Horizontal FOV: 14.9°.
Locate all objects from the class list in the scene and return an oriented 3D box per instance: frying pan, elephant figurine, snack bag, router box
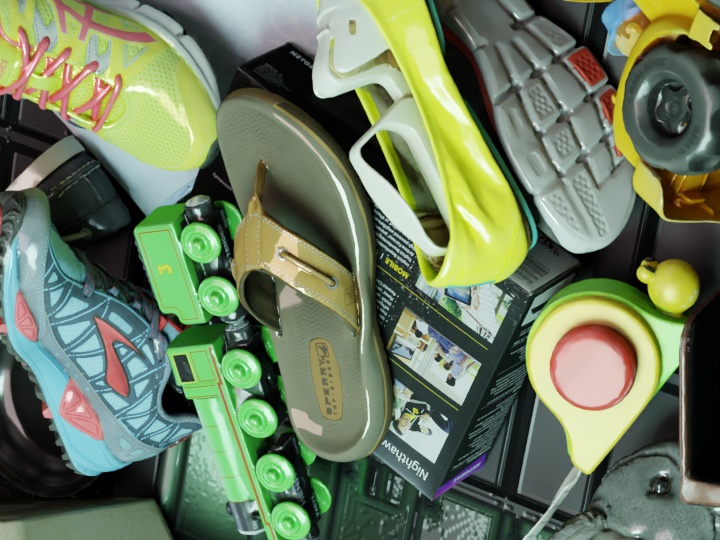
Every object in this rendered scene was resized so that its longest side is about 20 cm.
[{"bbox_3d":[-0.210,0.063,1.591,0.190,0.031,0.115,17,108,31],"label":"frying pan"},{"bbox_3d":[0.150,0.150,1.345,0.142,0.155,0.200,108,140,-72],"label":"elephant figurine"},{"bbox_3d":[-0.110,-0.141,1.449,0.189,0.021,0.200,-33,107,33],"label":"snack bag"},{"bbox_3d":[0.000,0.000,1.419,0.200,0.051,0.149,39,129,19],"label":"router box"}]

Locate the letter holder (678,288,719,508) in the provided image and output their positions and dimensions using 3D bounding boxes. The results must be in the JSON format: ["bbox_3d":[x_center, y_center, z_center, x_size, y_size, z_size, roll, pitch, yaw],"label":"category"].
[{"bbox_3d":[0.224,0.013,1.201,0.100,0.200,0.142,4,104,32],"label":"letter holder"}]

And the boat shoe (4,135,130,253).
[{"bbox_3d":[-0.199,0.014,1.522,0.063,0.073,0.200,44,118,3],"label":"boat shoe"}]

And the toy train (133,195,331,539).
[{"bbox_3d":[-0.067,0.055,1.430,0.056,0.042,0.200,-7,111,27],"label":"toy train"}]

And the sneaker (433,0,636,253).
[{"bbox_3d":[0.063,-0.089,1.369,0.200,0.077,0.082,60,144,11],"label":"sneaker"}]

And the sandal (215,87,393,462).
[{"bbox_3d":[-0.033,0.008,1.375,0.080,0.054,0.200,2,110,40],"label":"sandal"}]

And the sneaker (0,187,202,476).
[{"bbox_3d":[-0.134,0.023,1.461,0.095,0.079,0.200,-13,137,6],"label":"sneaker"}]

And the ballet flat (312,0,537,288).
[{"bbox_3d":[0.016,-0.082,1.309,0.200,0.067,0.067,65,156,2],"label":"ballet flat"}]

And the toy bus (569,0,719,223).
[{"bbox_3d":[0.152,-0.148,1.259,0.192,0.136,0.200,39,123,33],"label":"toy bus"}]

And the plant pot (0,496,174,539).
[{"bbox_3d":[-0.197,0.220,1.538,0.200,0.200,0.177,-3,90,33],"label":"plant pot"}]

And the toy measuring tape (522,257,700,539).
[{"bbox_3d":[0.094,0.068,1.346,0.074,0.074,0.200,43,112,16],"label":"toy measuring tape"}]

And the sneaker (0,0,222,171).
[{"bbox_3d":[-0.160,-0.109,1.403,0.200,0.090,0.078,36,129,5],"label":"sneaker"}]
